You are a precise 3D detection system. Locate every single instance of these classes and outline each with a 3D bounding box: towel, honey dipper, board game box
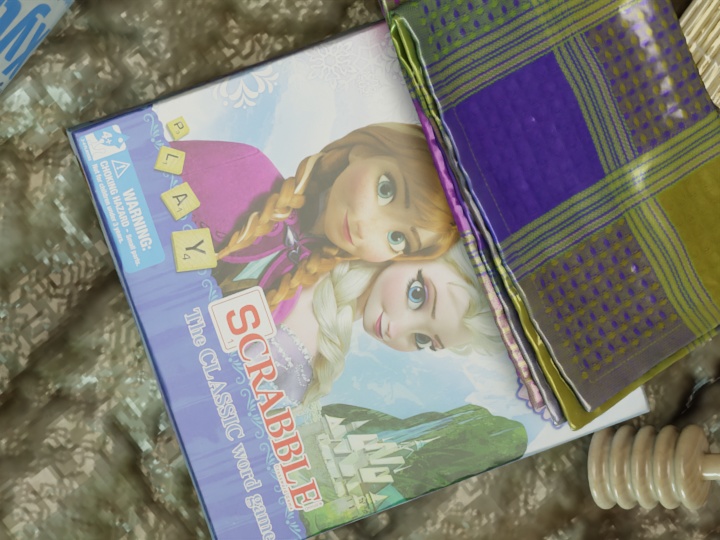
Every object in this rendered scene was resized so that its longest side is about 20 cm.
[{"bbox_3d":[0.099,-0.049,1.220,0.143,0.023,0.201,-27,100,-27],"label":"towel"},{"bbox_3d":[0.196,0.084,1.224,0.199,0.038,0.038,-1,96,24],"label":"honey dipper"},{"bbox_3d":[0.000,0.000,1.237,0.199,0.041,0.201,-21,97,-6],"label":"board game box"}]

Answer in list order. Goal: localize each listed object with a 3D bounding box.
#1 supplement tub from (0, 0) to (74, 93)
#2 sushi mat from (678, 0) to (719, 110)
[{"bbox_3d":[-0.190,-0.119,1.158,0.132,0.132,0.200,38,89,-9],"label":"supplement tub"},{"bbox_3d":[0.222,-0.145,1.270,0.096,0.012,0.200,36,90,-8],"label":"sushi mat"}]
